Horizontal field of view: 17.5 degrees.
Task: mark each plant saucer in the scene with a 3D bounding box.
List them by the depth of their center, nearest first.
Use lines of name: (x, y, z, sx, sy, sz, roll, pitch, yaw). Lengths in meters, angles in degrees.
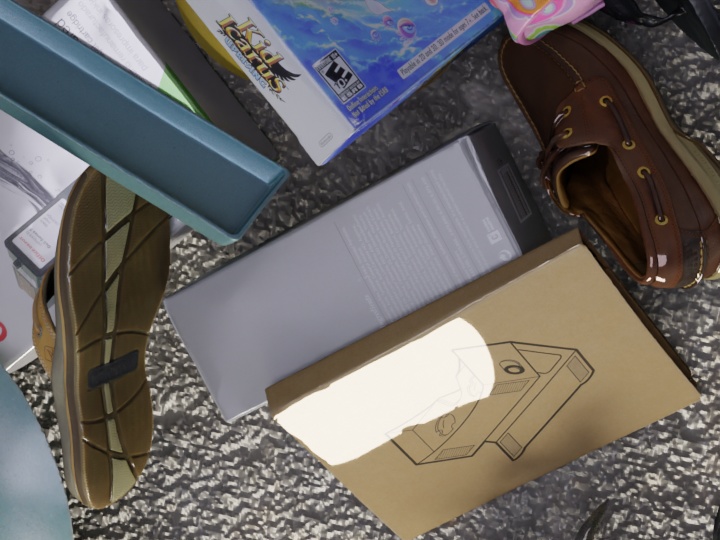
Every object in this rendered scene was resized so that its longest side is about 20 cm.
plant saucer: (-0.138, -0.082, 1.272, 0.199, 0.070, 0.019, 32, 134, 4)
plant saucer: (-0.240, 0.131, 1.371, 0.200, 0.039, 0.203, 24, 124, 42)

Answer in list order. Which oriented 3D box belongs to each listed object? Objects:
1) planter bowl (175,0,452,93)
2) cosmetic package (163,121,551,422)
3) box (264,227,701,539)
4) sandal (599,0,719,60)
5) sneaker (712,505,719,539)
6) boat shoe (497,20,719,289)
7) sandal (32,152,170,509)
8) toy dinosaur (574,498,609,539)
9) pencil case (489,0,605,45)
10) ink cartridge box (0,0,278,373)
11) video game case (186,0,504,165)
planter bowl: (-0.042, -0.164, 1.290, 0.201, 0.200, 0.083, 51, 142, 0)
cosmetic package: (0.000, 0.000, 1.319, 0.199, 0.107, 0.091, -25, 93, 14)
box: (0.070, 0.068, 1.304, 0.199, 0.021, 0.164, -27, 137, 16)
sandal: (0.127, -0.184, 1.276, 0.048, 0.075, 0.201, -40, 80, 0)
sneaker: (0.278, 0.120, 1.270, 0.199, 0.115, 0.075, -30, 92, 15)
boat shoe: (0.128, -0.067, 1.254, 0.200, 0.067, 0.072, 53, 148, 34)
sandal: (-0.151, 0.033, 1.299, 0.054, 0.080, 0.202, 17, 112, 35)
toy dinosaur: (0.110, 0.219, 1.358, 0.102, 0.077, 0.201, 26, 99, -5)
pencil case: (0.065, -0.219, 1.220, 0.087, 0.087, 0.201, -35, 82, 16)
ink cartridge box: (-0.172, -0.057, 1.358, 0.200, 0.084, 0.146, -39, 91, 16)
video game case: (-0.010, -0.180, 1.236, 0.182, 0.200, 0.045, 49, 141, 0)
